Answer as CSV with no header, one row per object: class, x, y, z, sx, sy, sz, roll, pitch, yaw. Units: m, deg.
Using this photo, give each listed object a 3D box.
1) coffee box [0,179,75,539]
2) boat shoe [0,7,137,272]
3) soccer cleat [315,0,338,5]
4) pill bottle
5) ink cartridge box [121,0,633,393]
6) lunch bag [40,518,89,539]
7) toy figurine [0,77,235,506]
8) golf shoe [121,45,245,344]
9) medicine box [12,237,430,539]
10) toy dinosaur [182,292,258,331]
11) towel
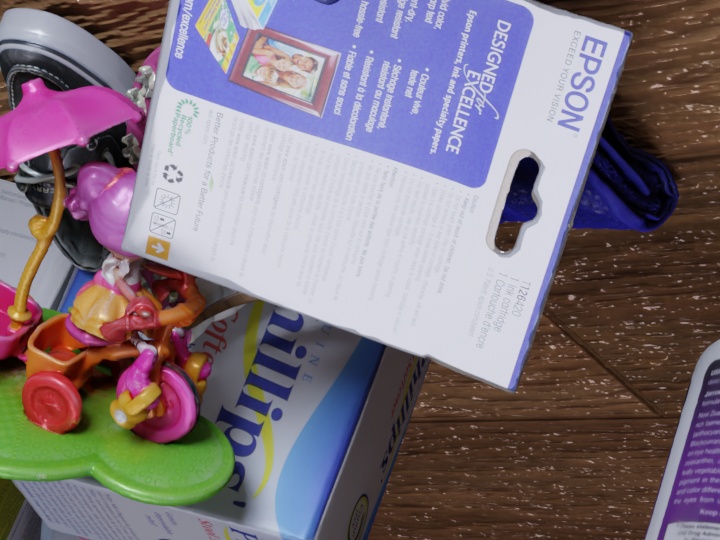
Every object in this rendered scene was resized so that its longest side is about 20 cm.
coffee box,-0.275,0.064,1.428,0.198,0.201,0.198,16,156,13
boat shoe,-0.153,-0.063,1.222,0.072,0.071,0.200,12,154,19
soccer cleat,0.033,-0.158,0.853,0.064,0.084,0.200,30,153,-18
pill bottle,0.207,0.099,1.108,0.111,0.201,0.112,17,157,8
ink cartridge box,0.004,-0.062,1.011,0.199,0.047,0.199,18,124,4
lunch bag,-0.098,0.128,1.414,0.168,0.201,0.127,14,160,15
toy figurine,-0.138,-0.001,1.137,0.199,0.150,0.185,24,122,15
golf shoe,-0.076,-0.051,1.204,0.075,0.091,0.201,53,152,33
medicine box,-0.078,0.072,1.308,0.199,0.183,0.103,12,155,19
toy dinosaur,0.000,0.000,1.187,0.199,0.061,0.106,-12,169,41
towel,0.038,-0.056,1.098,0.199,0.050,0.148,2,153,37
